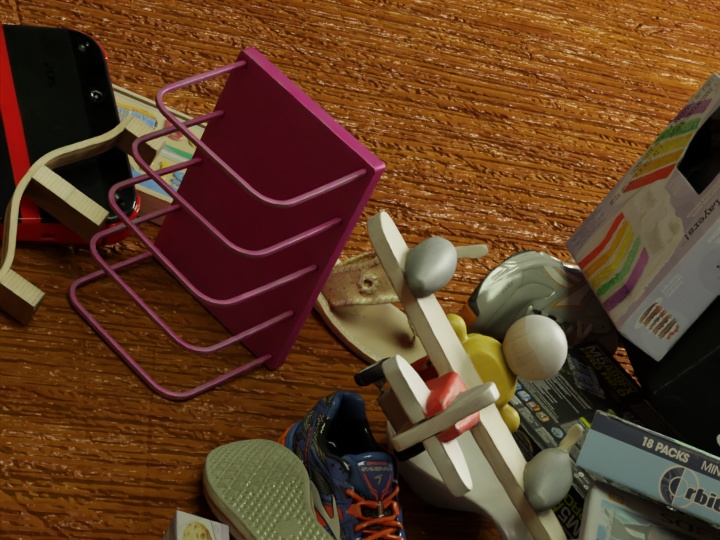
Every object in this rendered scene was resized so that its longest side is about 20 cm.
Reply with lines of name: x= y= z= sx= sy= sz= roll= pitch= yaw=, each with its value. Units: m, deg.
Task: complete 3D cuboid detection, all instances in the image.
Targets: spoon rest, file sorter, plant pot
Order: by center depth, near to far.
file sorter: x=-0.104 y=-0.028 z=1.522 sx=0.139 sy=0.201 sz=0.125 roll=42 pitch=37 yaw=19
spoon rest: x=0.082 y=0.167 z=1.533 sx=0.099 sy=0.061 sz=0.201 roll=6 pitch=41 yaw=-33
plant pot: x=0.324 y=0.062 z=1.686 sx=0.200 sy=0.199 sz=0.178 roll=44 pitch=29 yaw=-13

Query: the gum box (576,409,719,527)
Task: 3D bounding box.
gum box: x=0.263 y=0.160 z=1.492 sx=0.169 sy=0.045 sz=0.200 roll=22 pitch=-2 yaw=28

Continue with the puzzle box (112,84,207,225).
puzzle box: x=-0.188 y=-0.098 z=1.710 sx=0.198 sy=0.026 sz=0.134 roll=22 pitch=33 yaw=-12

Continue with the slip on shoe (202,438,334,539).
slip on shoe: x=-0.056 y=0.178 z=1.416 sx=0.073 sy=0.062 sz=0.200 roll=-11 pitch=34 yaw=-20

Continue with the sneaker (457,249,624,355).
sneaker: x=0.167 y=0.037 z=1.767 sx=0.199 sy=0.076 sz=0.092 roll=-9 pitch=53 yaw=-43

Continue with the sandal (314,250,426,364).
sandal: x=-0.003 y=0.002 z=1.678 sx=0.211 sy=0.070 sz=0.077 roll=39 pitch=34 yaw=14

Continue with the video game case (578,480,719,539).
video game case: x=0.222 y=0.219 z=1.366 sx=0.181 sy=0.023 sz=0.200 roll=22 pitch=25 yaw=1

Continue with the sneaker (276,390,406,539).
sneaker: x=-0.003 y=0.163 z=1.454 sx=0.075 sy=0.079 sz=0.201 roll=4 pitch=41 yaw=-33

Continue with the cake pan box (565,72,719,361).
cake pan box: x=0.260 y=-0.047 z=1.678 sx=0.052 sy=0.200 sz=0.185 roll=36 pitch=15 yaw=-22

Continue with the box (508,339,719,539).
box: x=0.189 y=0.148 z=1.657 sx=0.159 sy=0.044 sz=0.200 roll=-10 pitch=51 yaw=-46

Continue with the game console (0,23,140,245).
game console: x=-0.263 y=-0.107 z=1.621 sx=0.175 sy=0.031 sz=0.201 roll=0 pitch=55 yaw=-25

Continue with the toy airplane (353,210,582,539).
toy airplane: x=0.077 y=0.075 z=1.439 sx=0.140 sy=0.201 sz=0.200 roll=-29 pitch=48 yaw=-2

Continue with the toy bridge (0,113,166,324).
toy bridge: x=-0.216 y=-0.051 z=1.561 sx=0.067 sy=0.027 sz=0.201 roll=35 pitch=52 yaw=-2

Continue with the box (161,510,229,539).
box: x=-0.102 y=0.234 z=1.316 sx=0.041 sy=0.039 sz=0.201 roll=17 pitch=35 yaw=-18

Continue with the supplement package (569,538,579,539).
supplement package: x=0.107 y=0.255 z=1.383 sx=0.199 sy=0.114 sz=0.110 roll=-2 pitch=43 yaw=-39
